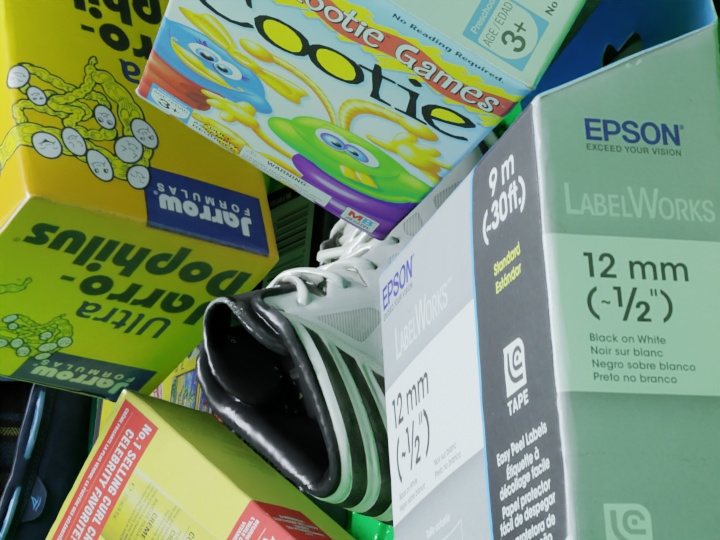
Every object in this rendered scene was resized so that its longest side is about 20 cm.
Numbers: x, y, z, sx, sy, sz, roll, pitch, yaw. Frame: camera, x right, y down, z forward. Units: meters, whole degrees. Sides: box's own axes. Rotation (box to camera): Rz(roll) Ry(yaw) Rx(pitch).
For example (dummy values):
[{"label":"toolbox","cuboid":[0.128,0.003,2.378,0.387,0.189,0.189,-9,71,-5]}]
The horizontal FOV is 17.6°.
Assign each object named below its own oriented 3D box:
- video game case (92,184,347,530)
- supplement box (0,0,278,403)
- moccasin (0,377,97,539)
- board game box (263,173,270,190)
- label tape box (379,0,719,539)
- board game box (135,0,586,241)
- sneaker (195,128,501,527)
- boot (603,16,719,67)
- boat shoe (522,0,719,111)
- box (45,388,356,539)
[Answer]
[{"label":"video game case","cuboid":[-0.061,0.072,0.972,0.180,0.025,0.201,-23,56,51]},{"label":"supplement box","cuboid":[-0.118,-0.065,0.907,0.110,0.108,0.201,-44,45,38]},{"label":"moccasin","cuboid":[-0.156,0.040,1.046,0.080,0.068,0.201,-4,93,35]},{"label":"board game box","cuboid":[-0.071,-0.096,0.991,0.101,0.047,0.201,6,84,58]},{"label":"label tape box","cuboid":[0.054,0.012,0.668,0.143,0.066,0.201,130,138,-64]},{"label":"board game box","cuboid":[0.009,-0.096,0.716,0.105,0.103,0.200,-60,4,-15]},{"label":"sneaker","cuboid":[0.000,0.000,0.824,0.076,0.115,0.201,-45,39,37]},{"label":"boot","cuboid":[0.124,0.009,0.669,0.200,0.073,0.156,0,75,55]},{"label":"boat shoe","cuboid":[0.112,-0.111,0.746,0.200,0.074,0.067,-45,45,37]},{"label":"box","cuboid":[-0.036,0.120,0.841,0.200,0.050,0.076,37,101,47]}]
